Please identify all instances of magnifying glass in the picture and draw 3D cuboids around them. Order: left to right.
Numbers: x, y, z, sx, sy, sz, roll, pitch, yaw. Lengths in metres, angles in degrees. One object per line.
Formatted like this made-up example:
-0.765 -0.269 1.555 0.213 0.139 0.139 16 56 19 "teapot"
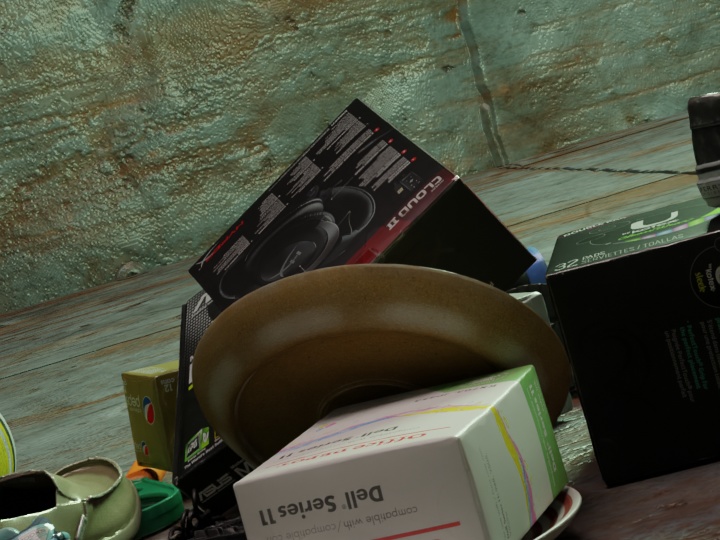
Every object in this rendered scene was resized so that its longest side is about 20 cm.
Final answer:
-0.150 0.151 1.667 0.079 0.023 0.200 -15 8 3 "magnifying glass"

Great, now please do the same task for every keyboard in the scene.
-0.058 0.130 1.366 0.104 0.040 0.200 -17 -5 10 "keyboard"

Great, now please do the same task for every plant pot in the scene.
0.011 0.068 1.317 0.199 0.200 0.028 -14 50 17 "plant pot"

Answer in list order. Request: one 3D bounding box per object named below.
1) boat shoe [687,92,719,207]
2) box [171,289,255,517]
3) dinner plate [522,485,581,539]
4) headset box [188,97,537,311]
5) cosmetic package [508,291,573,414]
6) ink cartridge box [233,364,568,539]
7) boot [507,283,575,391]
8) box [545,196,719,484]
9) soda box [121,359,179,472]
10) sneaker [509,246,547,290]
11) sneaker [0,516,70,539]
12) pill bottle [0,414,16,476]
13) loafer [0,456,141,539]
0.263 -0.091 1.377 0.199 0.071 0.072 -18 7 -34 "boat shoe"
-0.031 0.033 1.568 0.200 0.047 0.194 -36 30 21 "box"
0.016 0.148 1.251 0.199 0.024 0.200 -15 6 1 "dinner plate"
0.000 0.000 1.433 0.149 0.077 0.200 -46 27 -1 "headset box"
0.029 0.071 1.616 0.107 0.091 0.200 -23 13 -35 "cosmetic package"
0.017 0.106 1.192 0.117 0.068 0.200 -14 6 18 "ink cartridge box"
0.171 0.041 1.695 0.199 0.078 0.138 -19 -13 24 "boot"
0.216 0.023 1.396 0.199 0.125 0.149 -16 7 9 "box"
-0.058 0.083 1.722 0.199 0.068 0.064 -12 6 -26 "soda box"
0.067 0.032 1.783 0.078 0.070 0.200 -15 -12 -20 "sneaker"
-0.151 0.166 1.207 0.077 0.087 0.200 -20 7 -26 "sneaker"
-0.294 0.142 1.664 0.112 0.113 0.200 -15 6 1 "pill bottle"
-0.187 0.147 1.497 0.075 0.069 0.200 -11 13 17 "loafer"
